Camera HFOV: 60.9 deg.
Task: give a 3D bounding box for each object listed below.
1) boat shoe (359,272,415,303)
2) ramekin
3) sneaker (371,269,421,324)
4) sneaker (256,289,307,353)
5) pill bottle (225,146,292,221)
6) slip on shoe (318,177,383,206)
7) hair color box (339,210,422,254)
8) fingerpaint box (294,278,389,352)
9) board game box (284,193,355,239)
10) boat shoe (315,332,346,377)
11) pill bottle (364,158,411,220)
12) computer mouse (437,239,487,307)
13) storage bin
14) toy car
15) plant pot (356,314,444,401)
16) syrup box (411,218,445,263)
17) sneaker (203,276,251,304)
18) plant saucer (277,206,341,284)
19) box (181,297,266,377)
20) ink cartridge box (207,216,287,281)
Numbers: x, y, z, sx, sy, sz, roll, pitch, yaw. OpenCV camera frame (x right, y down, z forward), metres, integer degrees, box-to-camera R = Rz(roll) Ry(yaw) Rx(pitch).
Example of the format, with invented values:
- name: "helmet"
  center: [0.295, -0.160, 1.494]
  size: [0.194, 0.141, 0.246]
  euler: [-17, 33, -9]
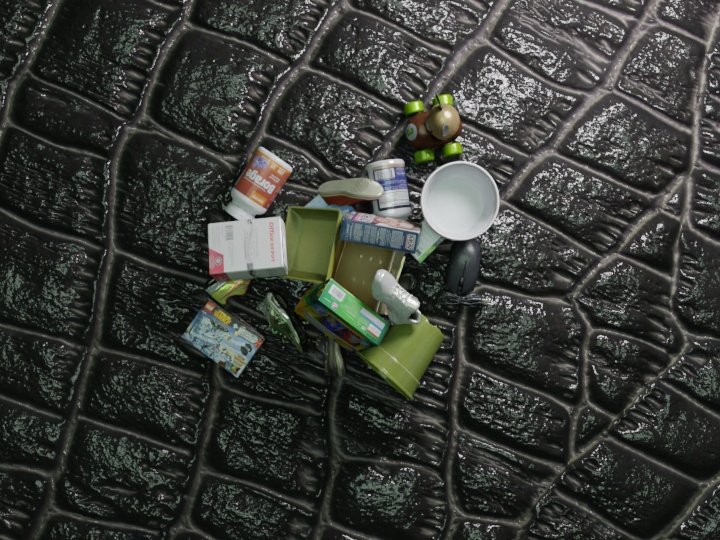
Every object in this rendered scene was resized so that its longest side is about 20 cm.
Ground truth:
- name: "boat shoe"
  center: [0.063, 0.067, 1.704]
  size: [0.199, 0.068, 0.072]
  euler: [-30, 92, 5]
- name: "ramekin"
  center: [0.251, -0.176, 1.589]
  size: [0.199, 0.105, 0.202]
  euler: [0, 91, 1]
- name: "sneaker"
  center: [0.101, 0.068, 1.549]
  size: [0.099, 0.200, 0.078]
  euler: [8, 59, 39]
- name: "sneaker"
  center: [-0.222, 0.154, 1.725]
  size: [0.088, 0.077, 0.201]
  euler: [-35, 85, 16]
- name: "pill bottle"
  center: [-0.284, -0.228, 1.687]
  size: [0.112, 0.112, 0.201]
  euler: [33, 93, 1]
- name: "slip on shoe"
  center: [-0.022, -0.205, 1.650]
  size: [0.199, 0.074, 0.061]
  euler: [3, 137, 33]
- name: "hair color box"
  center: [0.055, -0.101, 1.586]
  size: [0.199, 0.100, 0.061]
  euler: [11, 110, 6]
- name: "fingerpaint box"
  center: [-0.052, 0.123, 1.594]
  size: [0.200, 0.167, 0.074]
  euler: [39, 63, -15]
- name: "board game box"
  center: [-0.121, -0.145, 1.729]
  size: [0.200, 0.019, 0.103]
  euler: [-39, 88, 3]
- name: "boat shoe"
  center: [-0.091, 0.203, 1.711]
  size: [0.073, 0.074, 0.201]
  euler: [-11, 90, 3]
- name: "pill bottle"
  center: [0.079, -0.195, 1.673]
  size: [0.110, 0.111, 0.202]
  euler: [-8, 92, 3]
- name: "computer mouse"
  center: [0.291, 0.004, 1.698]
  size: [0.137, 0.053, 0.202]
  euler: [5, 92, 3]
- name: "storage bin"
  center: [0.000, 0.000, 1.657]
  size: [0.199, 0.094, 0.200]
  euler: [19, 93, 25]
- name: "toy car"
  center: [0.198, -0.387, 1.617]
  size: [0.157, 0.200, 0.165]
  euler: [-12, 91, 3]
- name: "plant pot"
  center: [0.123, 0.214, 1.658]
  size: [0.200, 0.200, 0.190]
  euler: [41, 82, 1]
- name: "syrup box"
  center: [0.207, -0.118, 1.684]
  size: [0.200, 0.081, 0.079]
  euler: [-44, 90, 4]
- name: "sneaker"
  center: [-0.335, 0.023, 1.724]
  size: [0.199, 0.078, 0.091]
  euler: [-31, 116, -2]
- name: "plant saucer"
  center: [-0.130, -0.067, 1.655]
  size: [0.199, 0.048, 0.201]
  euler: [8, 85, 40]
- name: "box"
  center: [-0.386, 0.189, 1.740]
  size: [0.200, 0.040, 0.137]
  euler: [36, 94, 1]
- name: "ink cartridge box"
  center: [-0.299, -0.056, 1.642]
  size: [0.198, 0.085, 0.147]
  euler: [-6, 73, 0]
